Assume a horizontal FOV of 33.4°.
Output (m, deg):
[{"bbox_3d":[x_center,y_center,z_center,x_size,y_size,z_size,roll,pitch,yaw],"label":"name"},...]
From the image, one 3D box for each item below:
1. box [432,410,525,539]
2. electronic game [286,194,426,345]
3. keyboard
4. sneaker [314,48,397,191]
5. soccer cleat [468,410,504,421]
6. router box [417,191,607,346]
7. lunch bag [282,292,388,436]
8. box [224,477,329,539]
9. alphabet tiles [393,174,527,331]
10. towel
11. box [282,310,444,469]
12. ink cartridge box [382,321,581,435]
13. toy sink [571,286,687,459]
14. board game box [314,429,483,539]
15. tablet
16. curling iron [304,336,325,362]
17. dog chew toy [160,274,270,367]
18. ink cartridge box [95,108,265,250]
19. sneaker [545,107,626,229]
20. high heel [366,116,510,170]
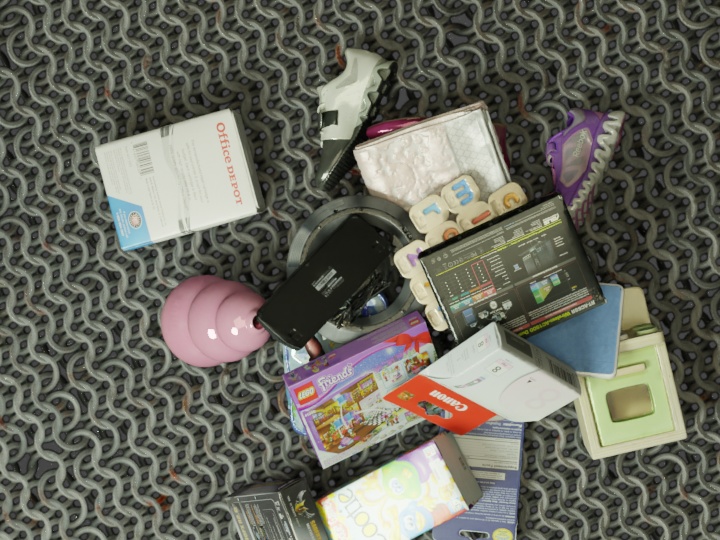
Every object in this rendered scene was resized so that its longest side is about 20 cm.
[{"bbox_3d":[0.164,0.279,1.667,0.119,0.032,0.203,5,92,5],"label":"box"},{"bbox_3d":[0.000,0.000,1.595,0.197,0.042,0.203,0,85,-2],"label":"electronic game"},{"bbox_3d":[-0.036,0.027,1.547,0.104,0.040,0.200,41,70,9],"label":"keyboard"},{"bbox_3d":[-0.029,-0.209,1.644,0.088,0.074,0.202,25,89,12],"label":"sneaker"},{"bbox_3d":[0.178,0.107,1.637,0.084,0.069,0.203,14,77,-16],"label":"soccer cleat"},{"bbox_3d":[0.191,0.009,1.517,0.198,0.062,0.151,-24,97,5],"label":"router box"},{"bbox_3d":[-0.026,0.122,1.652,0.158,0.082,0.203,-3,94,0],"label":"lunch bag"},{"bbox_3d":[-0.097,0.388,1.637,0.048,0.158,0.202,-22,91,-35],"label":"box"},{"bbox_3d":[0.152,-0.018,1.575,0.194,0.015,0.201,-32,87,-2],"label":"alphabet tiles"},{"bbox_3d":[0.110,-0.105,1.615,0.189,0.032,0.202,-18,108,14],"label":"towel"},{"bbox_3d":[0.013,0.157,1.576,0.198,0.039,0.138,-25,117,-7],"label":"box"},{"bbox_3d":[0.153,0.158,1.519,0.162,0.057,0.200,29,125,-35],"label":"ink cartridge box"},{"bbox_3d":[0.344,0.133,1.605,0.129,0.112,0.203,-13,92,5],"label":"toy sink"},{"bbox_3d":[0.049,0.311,1.622,0.199,0.103,0.106,-30,83,15],"label":"board game box"},{"bbox_3d":[0.240,0.071,1.572,0.197,0.014,0.132,5,67,14],"label":"tablet"},{"bbox_3d":[-0.064,0.112,1.579,0.025,0.050,0.201,-16,115,29],"label":"curling iron"},{"bbox_3d":[-0.184,0.068,1.602,0.123,0.199,0.126,1,88,-34],"label":"dog chew toy"},{"bbox_3d":[-0.245,-0.125,1.653,0.198,0.086,0.148,-15,92,4],"label":"ink cartridge box"},{"bbox_3d":[0.281,-0.137,1.599,0.088,0.081,0.202,22,68,13],"label":"sneaker"},{"bbox_3d":[0.105,-0.154,1.629,0.197,0.067,0.098,2,83,1],"label":"high heel"}]
